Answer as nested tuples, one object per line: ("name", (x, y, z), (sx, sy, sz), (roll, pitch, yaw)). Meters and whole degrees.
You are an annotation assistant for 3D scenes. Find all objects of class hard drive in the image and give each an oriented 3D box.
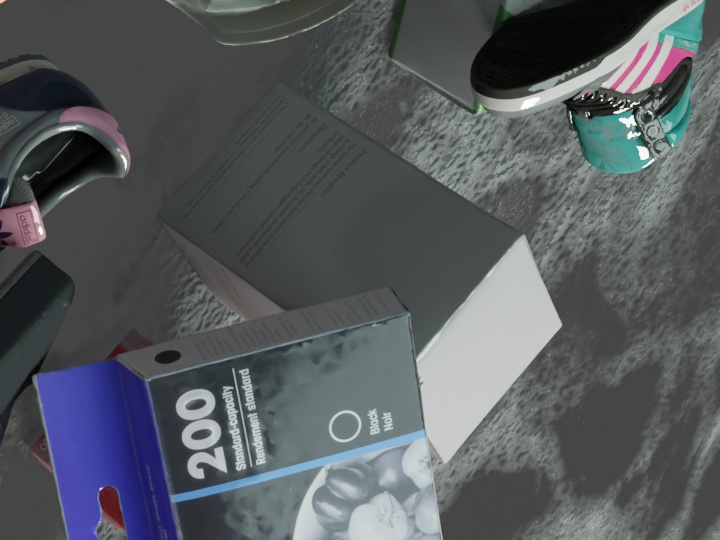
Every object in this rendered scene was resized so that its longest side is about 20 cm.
("hard drive", (-0.221, 0.090, 1.046), (0.200, 0.033, 0.140), (-50, 179, -27))

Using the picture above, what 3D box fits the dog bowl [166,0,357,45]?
("dog bowl", (-0.050, -0.214, 1.082), (0.200, 0.059, 0.200), (-21, 136, -21))

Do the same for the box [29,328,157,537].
("box", (-0.087, 0.139, 1.278), (0.103, 0.200, 0.095), (-49, 151, -8))

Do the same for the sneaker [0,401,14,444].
("sneaker", (-0.244, 0.124, 1.192), (0.200, 0.070, 0.082), (-62, 172, 8))

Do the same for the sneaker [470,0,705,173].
("sneaker", (0.142, -0.109, 1.321), (0.200, 0.084, 0.121), (-31, 132, -35))

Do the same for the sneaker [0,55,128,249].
("sneaker", (-0.203, -0.031, 1.048), (0.200, 0.082, 0.070), (-41, 148, -23))

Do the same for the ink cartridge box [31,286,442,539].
("ink cartridge box", (-0.058, 0.126, 1.138), (0.200, 0.043, 0.198), (-13, 112, -11))

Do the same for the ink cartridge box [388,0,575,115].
("ink cartridge box", (0.125, -0.200, 1.366), (0.200, 0.084, 0.146), (-22, 136, -44))

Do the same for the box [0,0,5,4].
("box", (-0.232, -0.134, 0.876), (0.200, 0.100, 0.096), (-36, 146, -14))

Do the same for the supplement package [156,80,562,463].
("supplement package", (0.000, 0.000, 1.266), (0.117, 0.200, 0.117), (-48, 149, -12))
